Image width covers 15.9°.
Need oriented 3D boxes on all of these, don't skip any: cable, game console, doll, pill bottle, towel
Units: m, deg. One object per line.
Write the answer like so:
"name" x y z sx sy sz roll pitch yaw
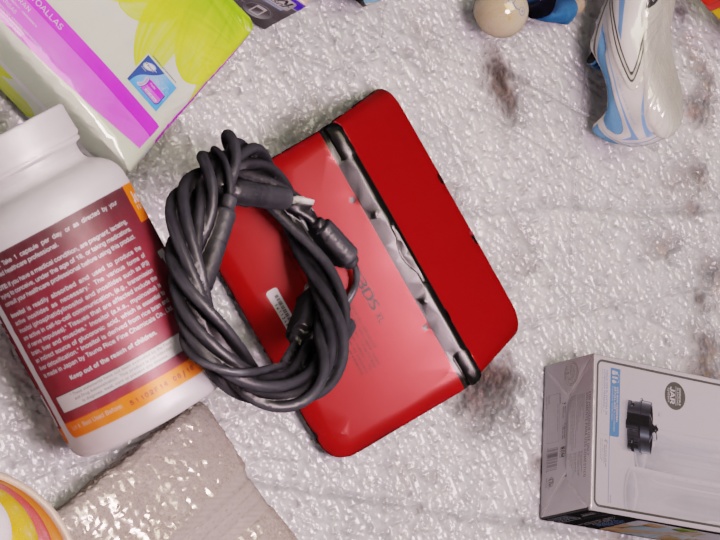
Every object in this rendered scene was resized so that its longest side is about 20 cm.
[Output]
"cable" -0.062 0.000 1.604 0.163 0.051 0.200 61 30 -17
"game console" 0.000 0.000 1.761 0.172 0.119 0.200 -30 95 -3
"doll" 0.134 -0.248 1.890 0.136 0.048 0.200 48 57 -28
"pill bottle" -0.174 0.004 1.587 0.113 0.113 0.200 -32 97 -35
"towel" -0.134 0.184 1.617 0.200 0.034 0.133 -39 101 -34

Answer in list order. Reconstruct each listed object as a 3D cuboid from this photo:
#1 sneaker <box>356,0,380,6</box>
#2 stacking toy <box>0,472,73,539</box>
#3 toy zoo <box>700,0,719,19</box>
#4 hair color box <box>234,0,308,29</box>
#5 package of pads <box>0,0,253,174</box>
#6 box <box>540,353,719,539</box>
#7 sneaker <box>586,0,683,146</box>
"sneaker" 0.039 -0.272 1.810 0.078 0.090 0.200 41 60 -18
"stacking toy" -0.225 0.166 1.446 0.146 0.200 0.146 2 75 -9
"toy zoo" 0.259 -0.257 1.942 0.200 0.020 0.131 32 44 -51
"hair color box" -0.063 -0.280 1.764 0.109 0.065 0.200 30 65 -24
"package of pads" -0.181 -0.178 1.656 0.200 0.068 0.155 47 58 -15
"box" 0.228 0.134 1.850 0.200 0.060 0.117 14 71 -30
"sneaker" 0.200 -0.190 1.903 0.072 0.072 0.200 22 66 -57
